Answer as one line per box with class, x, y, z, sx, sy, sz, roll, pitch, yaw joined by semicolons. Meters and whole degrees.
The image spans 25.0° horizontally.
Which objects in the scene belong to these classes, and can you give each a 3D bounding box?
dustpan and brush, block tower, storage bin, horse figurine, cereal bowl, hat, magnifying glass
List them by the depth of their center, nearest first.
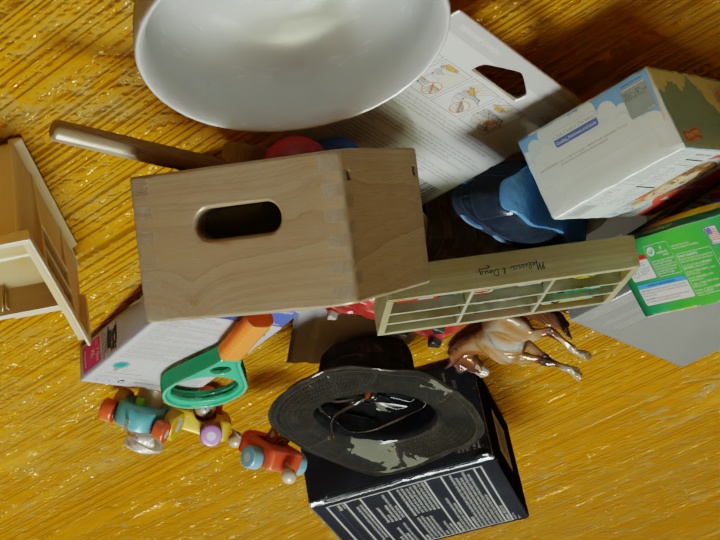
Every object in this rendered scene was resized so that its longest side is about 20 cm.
cereal bowl;-0.047;-0.176;1.024;0.199;0.084;0.200;-9;153;-5
storage bin;-0.328;0.003;1.244;0.199;0.094;0.199;-11;152;0
block tower;0.040;-0.035;1.348;0.199;0.054;0.058;-3;150;-14
magnifying glass;-0.123;0.082;1.447;0.079;0.023;0.200;3;153;-24
hat;0.014;0.109;1.482;0.199;0.081;0.201;-1;146;0
dustpan and brush;0.034;0.037;1.492;0.199;0.058;0.140;0;154;-7
horse figurine;0.157;0.062;1.550;0.132;0.050;0.200;19;158;5

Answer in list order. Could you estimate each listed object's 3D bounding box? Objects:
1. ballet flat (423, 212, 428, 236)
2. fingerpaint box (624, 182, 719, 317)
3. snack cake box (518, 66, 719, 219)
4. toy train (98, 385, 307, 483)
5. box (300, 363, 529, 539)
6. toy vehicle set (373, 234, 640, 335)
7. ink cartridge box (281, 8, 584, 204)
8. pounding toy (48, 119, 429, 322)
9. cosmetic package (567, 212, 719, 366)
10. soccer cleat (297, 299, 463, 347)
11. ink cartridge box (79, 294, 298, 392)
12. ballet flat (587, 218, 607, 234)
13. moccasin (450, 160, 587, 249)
ballet flat;-0.045;-0.034;1.261;0.199;0.066;0.071;8;159;-4
fingerpaint box;0.317;-0.044;1.273;0.166;0.074;0.200;-31;-176;-20
snack cake box;0.219;-0.093;1.224;0.115;0.067;0.200;-30;167;29
toy train;-0.148;0.145;1.558;0.199;0.056;0.150;15;-173;-37
box;0.055;0.203;1.718;0.197;0.124;0.200;-17;150;8
toy vehicle set;0.112;0.013;1.295;0.199;0.027;0.124;-8;166;-4
ink cartridge box;0.050;-0.128;1.188;0.176;0.045;0.200;-26;149;28
pounding toy;-0.079;-0.044;1.130;0.199;0.143;0.184;-5;-177;21
cosmetic package;0.279;0.015;1.495;0.107;0.091;0.200;-29;150;30
soccer cleat;0.000;0.000;1.390;0.199;0.086;0.069;17;154;0
ink cartridge box;-0.155;0.055;1.448;0.119;0.042;0.200;10;152;-34
ballet flat;0.171;-0.041;1.400;0.067;0.046;0.200;24;141;1
moccasin;0.127;-0.055;1.265;0.068;0.081;0.200;-3;168;23
